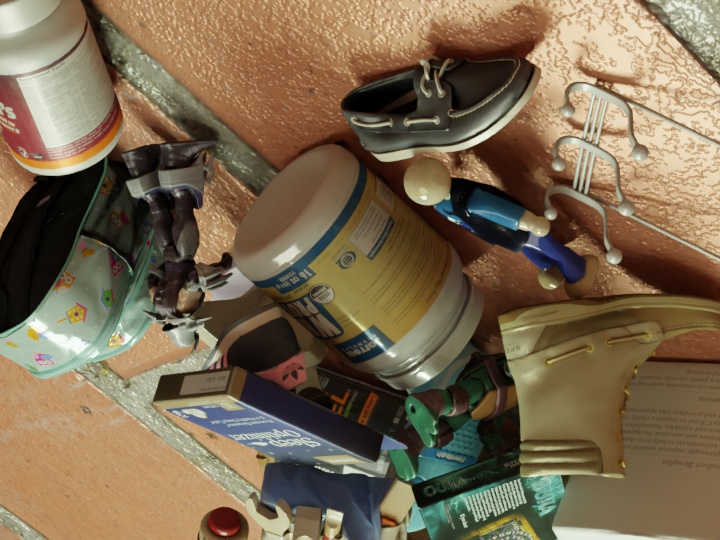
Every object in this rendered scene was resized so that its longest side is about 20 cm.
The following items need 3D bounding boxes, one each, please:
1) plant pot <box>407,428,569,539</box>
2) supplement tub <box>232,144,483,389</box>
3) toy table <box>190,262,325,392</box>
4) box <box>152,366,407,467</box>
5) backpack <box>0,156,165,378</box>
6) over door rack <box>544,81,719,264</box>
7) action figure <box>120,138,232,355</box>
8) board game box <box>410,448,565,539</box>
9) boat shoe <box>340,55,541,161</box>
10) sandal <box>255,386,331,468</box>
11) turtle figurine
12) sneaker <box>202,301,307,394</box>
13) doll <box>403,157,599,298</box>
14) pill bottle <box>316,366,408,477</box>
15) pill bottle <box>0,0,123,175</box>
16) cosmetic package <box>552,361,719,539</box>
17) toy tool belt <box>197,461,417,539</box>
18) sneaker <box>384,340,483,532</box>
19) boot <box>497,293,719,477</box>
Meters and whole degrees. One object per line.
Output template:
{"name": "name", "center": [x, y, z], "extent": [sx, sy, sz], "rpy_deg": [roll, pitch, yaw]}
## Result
{"name": "plant pot", "center": [0.131, 0.227, 1.831], "extent": [0.200, 0.093, 0.201], "rpy_deg": [-5, 142, -4]}
{"name": "supplement tub", "center": [0.000, 0.000, 1.589], "extent": [0.200, 0.145, 0.145], "rpy_deg": [42, 143, -22]}
{"name": "toy table", "center": [-0.086, 0.062, 1.755], "extent": [0.184, 0.117, 0.200], "rpy_deg": [35, 144, -15]}
{"name": "box", "center": [-0.068, 0.136, 1.550], "extent": [0.200, 0.032, 0.121], "rpy_deg": [26, 158, -33]}
{"name": "backpack", "center": [-0.282, 0.010, 1.732], "extent": [0.176, 0.200, 0.153], "rpy_deg": [-17, 128, 44]}
{"name": "over door rack", "center": [0.247, -0.062, 1.420], "extent": [0.200, 0.067, 0.148], "rpy_deg": [18, 146, 10]}
{"name": "action figure", "center": [-0.167, -0.020, 1.645], "extent": [0.130, 0.069, 0.200], "rpy_deg": [1, 98, 50]}
{"name": "board game box", "center": [0.131, 0.237, 1.652], "extent": [0.135, 0.028, 0.200], "rpy_deg": [-19, 142, 0]}
{"name": "boat shoe", "center": [0.060, -0.139, 1.432], "extent": [0.063, 0.073, 0.200], "rpy_deg": [40, 148, -27]}
{"name": "sandal", "center": [-0.074, 0.171, 1.726], "extent": [0.055, 0.082, 0.200], "rpy_deg": [33, 149, 16]}
{"name": "turtle figurine", "center": [0.124, 0.122, 1.612], "extent": [0.101, 0.200, 0.150], "rpy_deg": [45, 141, 41]}
{"name": "sneaker", "center": [-0.094, 0.099, 1.603], "extent": [0.082, 0.070, 0.200], "rpy_deg": [59, 163, 11]}
{"name": "doll", "center": [0.117, -0.042, 1.494], "extent": [0.200, 0.049, 0.136], "rpy_deg": [31, 175, -32]}
{"name": "pill bottle", "center": [-0.038, 0.159, 1.862], "extent": [0.200, 0.106, 0.106], "rpy_deg": [18, 146, 9]}
{"name": "pill bottle", "center": [-0.284, -0.186, 1.550], "extent": [0.109, 0.110, 0.200], "rpy_deg": [11, 143, 21]}
{"name": "cosmetic package", "center": [0.301, 0.210, 1.632], "extent": [0.165, 0.200, 0.165], "rpy_deg": [1, 139, 32]}
{"name": "toy tool belt", "center": [-0.049, 0.222, 1.637], "extent": [0.200, 0.125, 0.123], "rpy_deg": [7, 132, -2]}
{"name": "sneaker", "center": [0.069, 0.151, 1.739], "extent": [0.079, 0.131, 0.200], "rpy_deg": [23, 107, -24]}
{"name": "boot", "center": [0.224, 0.100, 1.525], "extent": [0.200, 0.156, 0.073], "rpy_deg": [-5, 173, -12]}
